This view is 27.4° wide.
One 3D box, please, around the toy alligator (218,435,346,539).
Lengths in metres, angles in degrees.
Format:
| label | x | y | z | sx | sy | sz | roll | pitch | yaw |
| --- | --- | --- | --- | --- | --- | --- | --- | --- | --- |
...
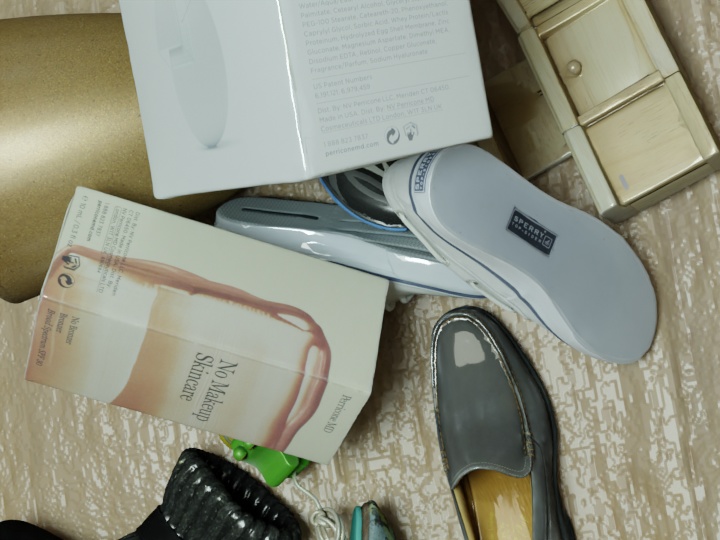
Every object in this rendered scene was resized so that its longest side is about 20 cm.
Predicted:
| label | x | y | z | sx | sy | sz | roll | pitch | yaw |
| --- | --- | --- | --- | --- | --- | --- | --- | --- | --- |
| toy alligator | -0.072 | 0.098 | 0.960 | 0.059 | 0.054 | 0.201 | -46 | 61 | 34 |

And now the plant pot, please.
| label | x | y | z | sx | sy | sz | roll | pitch | yaw |
| --- | --- | --- | --- | --- | --- | --- | --- | --- | --- |
| plant pot | -0.157 | -0.093 | 0.967 | 0.198 | 0.186 | 0.189 | -14 | 82 | 8 |

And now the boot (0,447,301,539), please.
| label | x | y | z | sx | sy | sz | roll | pitch | yaw |
| --- | --- | --- | --- | --- | --- | --- | --- | --- | --- |
| boot | -0.153 | 0.182 | 0.987 | 0.209 | 0.079 | 0.159 | 27 | 104 | 10 |

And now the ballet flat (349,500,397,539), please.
| label | x | y | z | sx | sy | sz | roll | pitch | yaw |
| --- | --- | --- | --- | --- | --- | --- | --- | --- | --- |
| ballet flat | 0.015 | 0.249 | 0.935 | 0.073 | 0.074 | 0.203 | 9 | 92 | 21 |

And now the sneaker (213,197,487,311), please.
| label | x | y | z | sx | sy | sz | roll | pitch | yaw |
| --- | --- | --- | --- | --- | --- | --- | --- | --- | --- |
| sneaker | 0.000 | 0.000 | 0.956 | 0.198 | 0.073 | 0.072 | 10 | 119 | 19 |

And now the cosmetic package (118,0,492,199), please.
| label | x | y | z | sx | sy | sz | roll | pitch | yaw |
| --- | --- | --- | --- | --- | --- | --- | --- | --- | --- |
| cosmetic package | -0.043 | -0.154 | 0.811 | 0.199 | 0.122 | 0.203 | 1 | 103 | 60 |

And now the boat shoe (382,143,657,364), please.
| label | x | y | z | sx | sy | sz | roll | pitch | yaw |
| --- | --- | --- | --- | --- | --- | --- | --- | --- | --- |
| boat shoe | 0.097 | -0.012 | 0.874 | 0.065 | 0.200 | 0.074 | 4 | 59 | 58 |

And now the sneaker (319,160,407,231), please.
| label | x | y | z | sx | sy | sz | roll | pitch | yaw |
| --- | --- | --- | --- | --- | --- | --- | --- | --- | --- |
| sneaker | -0.003 | -0.120 | 0.928 | 0.070 | 0.083 | 0.202 | -15 | 82 | -15 |

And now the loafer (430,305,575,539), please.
| label | x | y | z | sx | sy | sz | roll | pitch | yaw |
| --- | --- | --- | --- | --- | --- | --- | --- | --- | --- |
| loafer | 0.084 | 0.117 | 0.904 | 0.072 | 0.072 | 0.202 | -22 | 78 | 20 |

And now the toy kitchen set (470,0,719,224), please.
| label | x | y | z | sx | sy | sz | roll | pitch | yaw |
| --- | --- | --- | --- | --- | --- | --- | --- | --- | --- |
| toy kitchen set | 0.085 | -0.126 | 0.860 | 0.162 | 0.180 | 0.202 | -29 | 73 | 18 |

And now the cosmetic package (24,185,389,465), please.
| label | x | y | z | sx | sy | sz | roll | pitch | yaw |
| --- | --- | --- | --- | --- | --- | --- | --- | --- | --- |
| cosmetic package | -0.093 | 0.036 | 0.894 | 0.198 | 0.104 | 0.088 | 16 | 52 | -8 |
